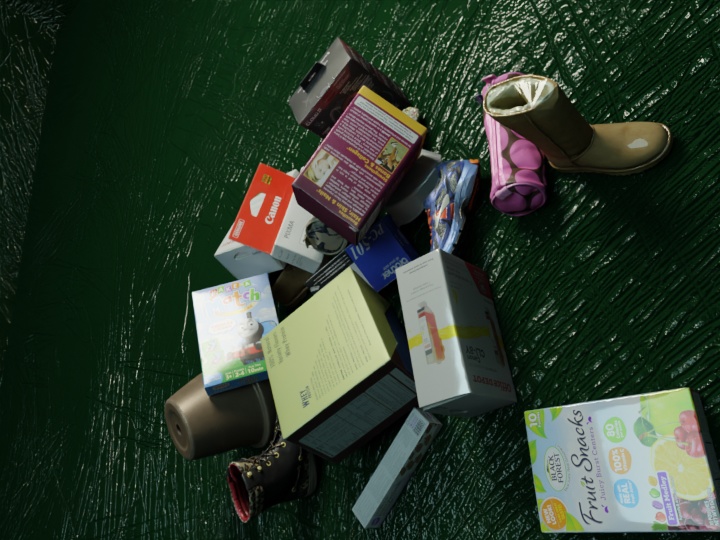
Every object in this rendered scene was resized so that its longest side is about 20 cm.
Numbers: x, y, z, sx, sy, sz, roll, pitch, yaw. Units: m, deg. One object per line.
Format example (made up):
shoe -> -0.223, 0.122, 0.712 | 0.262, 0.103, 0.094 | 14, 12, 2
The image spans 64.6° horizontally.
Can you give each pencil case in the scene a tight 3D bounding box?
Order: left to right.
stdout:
pencil case -> -0.040, -0.122, 1.033 | 0.088, 0.078, 0.203 | -11, 42, 32
pencil case -> 0.223, -0.189, 0.845 | 0.090, 0.093, 0.205 | -19, 65, 39

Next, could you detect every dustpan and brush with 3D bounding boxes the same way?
dustpan and brush -> 0.070, -0.111, 0.998 | 0.202, 0.057, 0.139 | -57, 33, 2

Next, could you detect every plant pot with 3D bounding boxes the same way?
plant pot -> -0.262, 0.256, 1.056 | 0.198, 0.172, 0.205 | 23, 122, 43

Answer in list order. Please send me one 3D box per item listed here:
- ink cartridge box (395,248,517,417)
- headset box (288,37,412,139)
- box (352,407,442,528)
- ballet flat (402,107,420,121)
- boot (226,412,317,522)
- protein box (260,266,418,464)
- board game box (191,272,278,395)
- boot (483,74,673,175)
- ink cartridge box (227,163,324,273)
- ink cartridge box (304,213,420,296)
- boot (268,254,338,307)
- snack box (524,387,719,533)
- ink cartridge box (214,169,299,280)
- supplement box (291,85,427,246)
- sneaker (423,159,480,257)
ink cartridge box -> 0.135, 0.092, 0.802 | 0.082, 0.144, 0.205 | -25, 61, 33
headset box -> -0.024, -0.311, 1.043 | 0.149, 0.198, 0.076 | -45, 51, 24
box -> 0.056, 0.305, 0.881 | 0.041, 0.038, 0.203 | 38, 103, 45
ballet flat -> 0.045, -0.215, 1.001 | 0.075, 0.063, 0.204 | 1, 63, 57
boot -> -0.151, 0.308, 0.965 | 0.072, 0.149, 0.206 | 1, 99, 44
protein box -> -0.028, 0.150, 0.898 | 0.199, 0.135, 0.200 | -38, 43, 11
board game box -> -0.221, 0.111, 1.040 | 0.148, 0.037, 0.203 | -14, 55, -9
boot -> 0.276, -0.182, 0.716 | 0.172, 0.198, 0.068 | -4, 73, 42
ink cartridge box -> -0.133, -0.113, 1.065 | 0.044, 0.170, 0.203 | 125, 163, -52
ink cartridge box -> 0.000, 0.000, 0.998 | 0.199, 0.044, 0.095 | -37, 92, 28
boot -> -0.113, -0.012, 1.120 | 0.201, 0.075, 0.074 | -49, 45, 17
snack box -> 0.301, 0.226, 0.664 | 0.197, 0.052, 0.146 | -20, 62, 38
ink cartridge box -> -0.188, -0.090, 1.155 | 0.143, 0.088, 0.202 | -15, 38, 39
supplement box -> 0.000, -0.164, 0.913 | 0.130, 0.103, 0.202 | 35, 80, 6
sneaker -> 0.132, -0.082, 0.899 | 0.077, 0.075, 0.204 | 14, 77, 20
